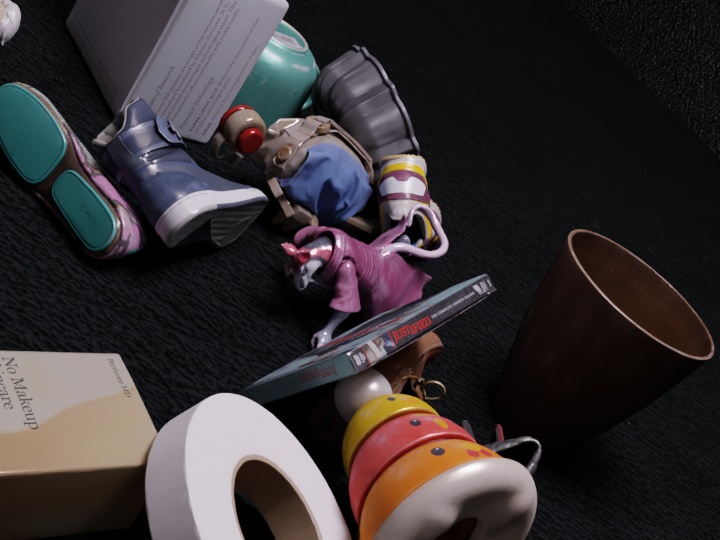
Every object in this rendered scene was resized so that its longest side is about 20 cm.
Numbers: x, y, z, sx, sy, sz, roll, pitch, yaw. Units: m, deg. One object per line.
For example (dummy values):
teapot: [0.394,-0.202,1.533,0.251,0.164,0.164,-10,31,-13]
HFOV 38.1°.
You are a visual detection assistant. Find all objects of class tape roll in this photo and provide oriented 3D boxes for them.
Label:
tape roll: [-0.064,0.180,0.693,0.204,0.037,0.204,53,18,-24]

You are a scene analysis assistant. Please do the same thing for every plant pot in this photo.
plant pot: [0.233,0.094,1.100,0.185,0.201,0.188,29,27,-16]

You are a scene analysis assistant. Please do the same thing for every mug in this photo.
mug: [-0.128,-0.268,1.352,0.151,0.115,0.185,35,26,-2]

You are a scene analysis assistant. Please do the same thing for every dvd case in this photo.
dvd case: [0.010,0.060,0.906,0.199,0.145,0.022,-27,93,-45]

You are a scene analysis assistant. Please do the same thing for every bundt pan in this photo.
bundt pan: [0.000,-0.173,1.307,0.075,0.203,0.203,-26,54,-12]

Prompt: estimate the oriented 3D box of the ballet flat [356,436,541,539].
ballet flat: [0.074,0.186,0.881,0.198,0.057,0.067,-21,62,-38]

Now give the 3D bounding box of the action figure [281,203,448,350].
action figure: [0.000,0.000,1.046,0.199,0.149,0.135,23,31,-55]

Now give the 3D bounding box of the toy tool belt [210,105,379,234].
toy tool belt: [-0.060,-0.104,1.151,0.199,0.125,0.123,22,26,-51]

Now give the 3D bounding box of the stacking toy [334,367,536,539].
stacking toy: [0.029,0.146,0.810,0.145,0.147,0.200,12,27,-40]

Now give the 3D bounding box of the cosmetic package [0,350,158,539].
cosmetic package: [-0.230,0.109,0.648,0.198,0.071,0.106,5,40,-47]

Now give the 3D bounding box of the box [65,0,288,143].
box: [-0.214,-0.292,1.189,0.130,0.201,0.200,11,36,-45]

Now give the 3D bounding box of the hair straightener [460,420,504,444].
hair straightener: [0.100,0.212,0.944,0.076,0.041,0.201,10,36,-6]

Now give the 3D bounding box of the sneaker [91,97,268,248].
sneaker: [-0.174,-0.095,1.011,0.146,0.077,0.202,48,11,10]

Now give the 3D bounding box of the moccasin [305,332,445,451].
moccasin: [0.029,0.111,0.964,0.078,0.074,0.201,43,27,9]

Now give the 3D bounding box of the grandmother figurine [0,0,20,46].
grandmother figurine: [-0.417,-0.247,1.028,0.122,0.061,0.199,51,31,10]

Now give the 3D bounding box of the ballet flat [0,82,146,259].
ballet flat: [-0.264,-0.087,0.952,0.200,0.069,0.071,49,10,15]

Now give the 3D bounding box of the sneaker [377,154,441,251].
sneaker: [0.055,-0.052,1.230,0.200,0.074,0.091,62,28,-61]
